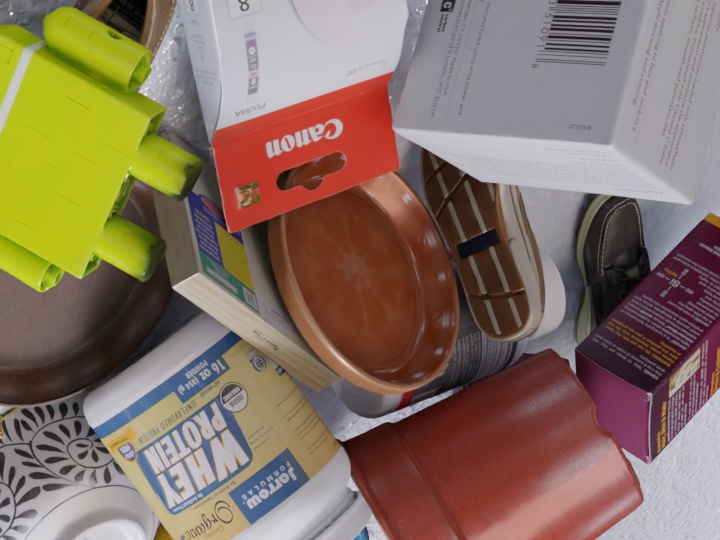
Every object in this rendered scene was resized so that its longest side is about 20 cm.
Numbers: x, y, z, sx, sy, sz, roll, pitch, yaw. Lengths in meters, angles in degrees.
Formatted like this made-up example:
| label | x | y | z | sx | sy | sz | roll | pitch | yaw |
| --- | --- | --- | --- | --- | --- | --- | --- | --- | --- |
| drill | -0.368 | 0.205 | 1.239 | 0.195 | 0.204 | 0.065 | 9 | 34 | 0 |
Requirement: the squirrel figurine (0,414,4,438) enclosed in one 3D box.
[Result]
| label | x | y | z | sx | sy | sz | roll | pitch | yaw |
| --- | --- | --- | --- | --- | --- | --- | --- | --- | --- |
| squirrel figurine | -0.347 | 0.130 | 1.343 | 0.200 | 0.142 | 0.187 | 9 | 121 | -43 |

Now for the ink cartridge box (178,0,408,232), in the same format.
| label | x | y | z | sx | sy | sz | roll | pitch | yaw |
| --- | --- | --- | --- | --- | --- | --- | --- | --- | --- |
| ink cartridge box | -0.037 | -0.142 | 1.423 | 0.162 | 0.057 | 0.201 | -22 | 109 | -29 |

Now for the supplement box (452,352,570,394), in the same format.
| label | x | y | z | sx | sy | sz | roll | pitch | yaw |
| --- | --- | --- | --- | --- | --- | --- | --- | --- | --- |
| supplement box | 0.129 | 0.189 | 1.798 | 0.103 | 0.131 | 0.200 | 6 | 125 | -4 |

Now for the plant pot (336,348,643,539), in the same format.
| label | x | y | z | sx | sy | sz | roll | pitch | yaw |
| --- | --- | --- | --- | --- | --- | --- | --- | --- | --- |
| plant pot | 0.110 | 0.175 | 1.607 | 0.195 | 0.201 | 0.201 | -30 | 139 | -2 |

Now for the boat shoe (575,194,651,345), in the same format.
| label | x | y | z | sx | sy | sz | roll | pitch | yaw |
| --- | --- | --- | --- | --- | --- | --- | --- | --- | --- |
| boat shoe | 0.241 | 0.012 | 1.829 | 0.072 | 0.066 | 0.201 | -25 | 135 | -26 |

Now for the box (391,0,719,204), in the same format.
| label | x | y | z | sx | sy | sz | roll | pitch | yaw |
| --- | --- | --- | --- | --- | --- | --- | --- | --- | --- |
| box | 0.156 | -0.167 | 1.459 | 0.131 | 0.200 | 0.199 | 27 | 75 | -49 |

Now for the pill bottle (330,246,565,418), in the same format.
| label | x | y | z | sx | sy | sz | roll | pitch | yaw |
| --- | --- | --- | --- | --- | --- | --- | --- | --- | --- |
| pill bottle | 0.071 | 0.043 | 1.665 | 0.200 | 0.111 | 0.111 | -19 | 132 | -31 |

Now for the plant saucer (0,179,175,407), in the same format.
| label | x | y | z | sx | sy | sz | roll | pitch | yaw |
| --- | --- | --- | --- | --- | --- | --- | --- | --- | --- |
| plant saucer | -0.221 | 0.008 | 1.436 | 0.200 | 0.032 | 0.201 | -24 | 134 | -27 |

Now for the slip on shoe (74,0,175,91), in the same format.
| label | x | y | z | sx | sy | sz | roll | pitch | yaw |
| --- | --- | --- | --- | --- | --- | --- | --- | --- | --- |
| slip on shoe | -0.186 | -0.114 | 1.315 | 0.076 | 0.061 | 0.200 | 33 | 94 | -10 |

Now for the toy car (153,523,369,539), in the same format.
| label | x | y | z | sx | sy | sz | roll | pitch | yaw |
| --- | --- | --- | --- | --- | --- | --- | --- | --- | --- |
| toy car | -0.074 | 0.232 | 1.643 | 0.200 | 0.150 | 0.175 | -15 | 130 | -49 |

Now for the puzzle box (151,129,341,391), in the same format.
| label | x | y | z | sx | sy | sz | roll | pitch | yaw |
| --- | --- | --- | --- | --- | --- | --- | --- | --- | --- |
| puzzle box | -0.087 | -0.005 | 1.473 | 0.025 | 0.133 | 0.200 | -27 | 143 | 17 |

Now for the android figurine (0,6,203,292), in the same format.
| label | x | y | z | sx | sy | sz | roll | pitch | yaw |
| --- | --- | --- | --- | --- | --- | --- | --- | --- | --- |
| android figurine | -0.203 | -0.079 | 1.271 | 0.182 | 0.200 | 0.041 | -65 | 171 | 22 |

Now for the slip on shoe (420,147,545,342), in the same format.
| label | x | y | z | sx | sy | sz | roll | pitch | yaw |
| --- | --- | --- | --- | --- | --- | --- | --- | --- | --- |
| slip on shoe | 0.105 | -0.041 | 1.603 | 0.076 | 0.201 | 0.061 | -22 | 173 | 26 |

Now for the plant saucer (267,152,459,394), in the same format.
| label | x | y | z | sx | sy | sz | roll | pitch | yaw |
| --- | --- | --- | --- | --- | --- | --- | --- | --- | --- |
| plant saucer | 0.000 | 0.000 | 1.532 | 0.032 | 0.201 | 0.200 | -24 | 155 | 36 |

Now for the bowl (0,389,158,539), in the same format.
| label | x | y | z | sx | sy | sz | roll | pitch | yaw |
| --- | --- | --- | --- | --- | --- | --- | --- | --- | --- |
| bowl | -0.224 | 0.200 | 1.539 | 0.200 | 0.094 | 0.201 | -25 | 135 | -27 |

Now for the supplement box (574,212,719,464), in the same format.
| label | x | y | z | sx | sy | sz | roll | pitch | yaw |
| --- | --- | --- | --- | --- | --- | --- | --- | --- | --- |
| supplement box | 0.287 | 0.060 | 1.790 | 0.200 | 0.086 | 0.110 | -42 | 148 | -25 |

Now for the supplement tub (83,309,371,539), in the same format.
| label | x | y | z | sx | sy | sz | roll | pitch | yaw |
| --- | --- | --- | --- | --- | --- | --- | --- | --- | --- |
| supplement tub | -0.098 | 0.138 | 1.495 | 0.145 | 0.200 | 0.145 | -36 | -177 | 2 |
